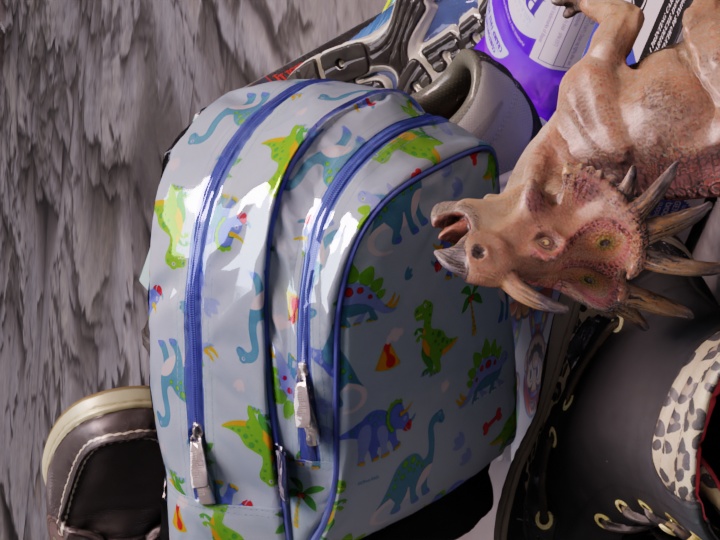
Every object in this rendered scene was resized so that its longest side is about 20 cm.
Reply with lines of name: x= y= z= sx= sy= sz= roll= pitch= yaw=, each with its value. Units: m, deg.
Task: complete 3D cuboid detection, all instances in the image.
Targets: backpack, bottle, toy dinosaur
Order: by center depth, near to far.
toy dinosaur: x=0.123 y=-0.050 z=1.025 sx=0.086 sy=0.200 sz=0.136 roll=56 pitch=-169 yaw=-42
backpack: x=-0.011 y=0.022 z=1.095 sx=0.154 sy=0.163 sz=0.200 roll=-4 pitch=103 yaw=46
bottle: x=0.095 y=-0.122 z=1.264 sx=0.200 sy=0.065 sz=0.084 roll=112 pitch=158 yaw=-45

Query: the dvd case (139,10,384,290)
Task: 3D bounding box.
dvd case: x=-0.030 y=-0.074 z=1.533 sx=0.022 sy=0.200 sz=0.146 roll=44 pitch=142 yaw=17

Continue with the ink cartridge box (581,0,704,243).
ink cartridge box: x=0.134 y=-0.101 z=1.145 sx=0.094 sy=0.044 sz=0.200 roll=-96 pitch=19 yaw=-46

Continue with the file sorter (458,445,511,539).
file sorter: x=-0.012 y=0.142 z=1.319 sx=0.125 sy=0.139 sz=0.200 roll=-135 pitch=42 yaw=-70

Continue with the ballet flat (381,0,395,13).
ballet flat: x=0.036 y=-0.064 z=1.488 sx=0.067 sy=0.067 sz=0.200 roll=17 pitch=-103 yaw=-73

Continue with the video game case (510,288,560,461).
video game case: x=0.073 y=0.061 z=1.344 sx=0.200 sy=0.024 sz=0.182 roll=156 pitch=120 yaw=-73

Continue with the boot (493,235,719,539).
boot: x=0.113 y=0.096 z=1.077 sx=0.154 sy=0.073 sz=0.204 roll=-137 pitch=54 yaw=-69

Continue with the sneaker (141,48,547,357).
sneaker: x=-0.011 y=-0.025 z=1.191 sx=0.079 sy=0.200 sz=0.074 roll=59 pitch=176 yaw=-32

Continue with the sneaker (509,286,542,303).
sneaker: x=0.000 y=0.000 z=1.321 sx=0.080 sy=0.130 sz=0.200 roll=66 pitch=168 yaw=-4

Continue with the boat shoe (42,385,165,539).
boat shoe: x=-0.108 y=0.127 z=1.269 sx=0.201 sy=0.072 sz=0.066 roll=105 pitch=156 yaw=-53

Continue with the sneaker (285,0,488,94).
sneaker: x=0.034 y=-0.106 z=1.419 sx=0.200 sy=0.089 sz=0.079 roll=-41 pitch=82 yaw=33
